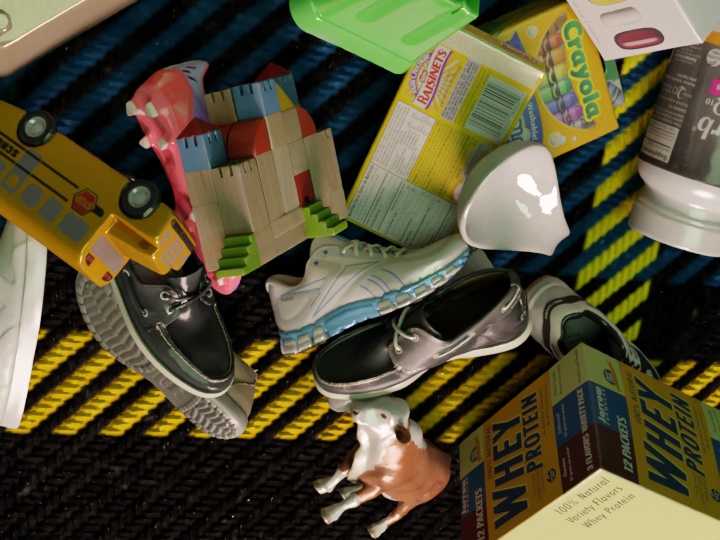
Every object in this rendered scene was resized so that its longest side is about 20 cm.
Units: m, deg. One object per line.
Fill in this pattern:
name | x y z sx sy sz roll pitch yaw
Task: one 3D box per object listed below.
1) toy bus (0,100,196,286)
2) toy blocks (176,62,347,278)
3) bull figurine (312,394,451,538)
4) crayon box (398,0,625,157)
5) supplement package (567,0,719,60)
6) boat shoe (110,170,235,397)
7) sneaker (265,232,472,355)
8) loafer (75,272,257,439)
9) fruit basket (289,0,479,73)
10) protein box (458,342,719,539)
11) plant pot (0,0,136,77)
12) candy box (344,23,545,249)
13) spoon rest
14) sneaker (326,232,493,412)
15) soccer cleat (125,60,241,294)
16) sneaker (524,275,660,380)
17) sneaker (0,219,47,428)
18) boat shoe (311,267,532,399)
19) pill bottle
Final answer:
toy bus | -0.222 -0.056 0.790 0.198 0.065 0.079 33 76 18
toy blocks | -0.077 -0.089 0.827 0.098 0.200 0.139 -6 105 28
bull figurine | 0.022 0.182 0.963 0.121 0.066 0.200 -36 146 7
crayon box | 0.145 -0.161 0.924 0.197 0.052 0.127 -25 113 -6
supplement package | 0.223 -0.301 0.838 0.200 0.110 0.156 49 68 -23
boat shoe | -0.155 0.007 0.848 0.074 0.066 0.201 -22 80 -43
sneaker | 0.000 0.000 0.906 0.198 0.075 0.088 -24 91 17
loafer | -0.165 0.059 0.914 0.200 0.075 0.070 49 48 -17
fruit basket | -0.015 -0.264 0.801 0.154 0.215 0.218 13 107 -46
protein box | 0.227 0.207 0.986 0.198 0.136 0.199 25 132 -22
plant pot | -0.229 -0.254 0.722 0.198 0.177 0.202 -30 114 -2
candy box | 0.065 -0.107 0.880 0.101 0.027 0.202 27 122 0
spoon rest | 0.138 -0.053 0.892 0.100 0.061 0.199 -51 156 8
sneaker | 0.041 0.053 0.968 0.199 0.076 0.081 -38 96 -1
soccer cleat | -0.129 -0.074 0.876 0.076 0.066 0.203 -37 123 -31
sneaker | 0.233 0.091 1.016 0.199 0.088 0.076 38 94 -25
sneaker | -0.321 0.033 0.852 0.114 0.074 0.203 9 107 -21
boat shoe | 0.047 0.050 0.893 0.197 0.073 0.068 -20 147 5
pill bottle | 0.319 -0.123 0.949 0.114 0.116 0.203 10 106 -18
